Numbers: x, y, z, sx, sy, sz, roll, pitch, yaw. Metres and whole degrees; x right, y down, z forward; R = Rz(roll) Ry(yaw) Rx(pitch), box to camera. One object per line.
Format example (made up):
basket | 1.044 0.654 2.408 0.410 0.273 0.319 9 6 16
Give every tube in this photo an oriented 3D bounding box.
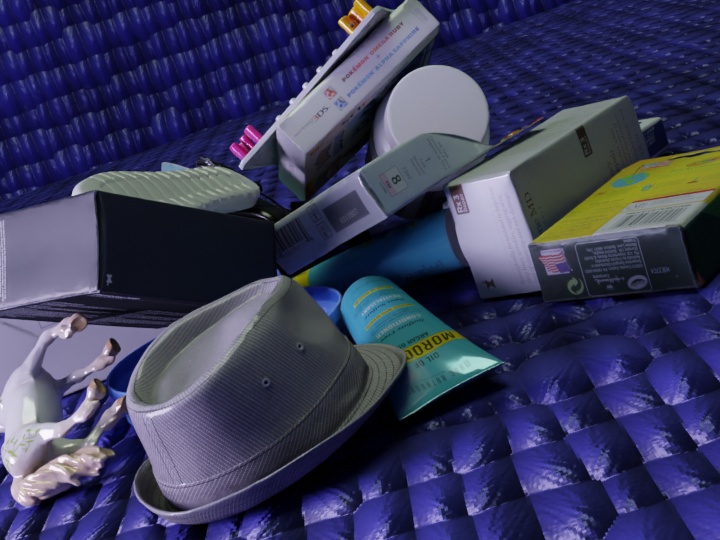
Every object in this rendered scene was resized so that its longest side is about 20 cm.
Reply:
tube | 0.033 0.053 0.923 0.077 0.051 0.200 -32 20 -5
tube | 0.000 0.000 1.146 0.199 0.051 0.077 -19 -7 26

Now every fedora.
fedora | -0.074 0.068 0.837 0.176 0.091 0.200 -4 30 50

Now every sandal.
sandal | -0.162 -0.052 1.143 0.082 0.050 0.202 31 25 32

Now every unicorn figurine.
unicorn figurine | -0.238 0.104 0.993 0.137 0.074 0.200 -40 20 11

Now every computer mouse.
computer mouse | -0.073 -0.074 1.320 0.059 0.199 0.034 16 81 64

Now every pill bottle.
pill bottle | 0.065 -0.124 1.287 0.113 0.114 0.200 -21 -8 -7

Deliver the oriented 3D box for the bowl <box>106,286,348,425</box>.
bowl | -0.102 0.069 1.048 0.199 0.040 0.201 -19 13 5

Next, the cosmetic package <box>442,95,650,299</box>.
cosmetic package | 0.160 -0.063 1.072 0.074 0.102 0.200 -10 18 41

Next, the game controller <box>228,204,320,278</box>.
game controller | -0.121 -0.026 1.277 0.199 0.104 0.042 6 58 45

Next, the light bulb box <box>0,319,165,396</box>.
light bulb box | -0.273 0.028 1.269 0.197 0.125 0.200 -21 15 -7

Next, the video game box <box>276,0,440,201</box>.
video game box | -0.006 -0.163 1.302 0.182 0.047 0.200 -43 -6 -8

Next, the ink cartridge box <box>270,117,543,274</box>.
ink cartridge box | 0.033 -0.078 1.091 0.200 0.057 0.162 -38 5 -36

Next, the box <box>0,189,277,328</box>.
box | -0.179 -0.003 1.027 0.140 0.079 0.200 -7 -9 35

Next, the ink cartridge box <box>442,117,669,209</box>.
ink cartridge box | 0.173 -0.091 1.295 0.199 0.041 0.199 -8 18 41

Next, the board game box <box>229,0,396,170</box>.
board game box | -0.033 -0.185 1.306 0.200 0.026 0.200 -47 -5 15

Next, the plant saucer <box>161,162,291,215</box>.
plant saucer | -0.119 -0.058 1.363 0.200 0.199 0.028 12 76 65

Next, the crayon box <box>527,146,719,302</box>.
crayon box | 0.230 -0.041 0.992 0.126 0.051 0.200 -7 18 41
